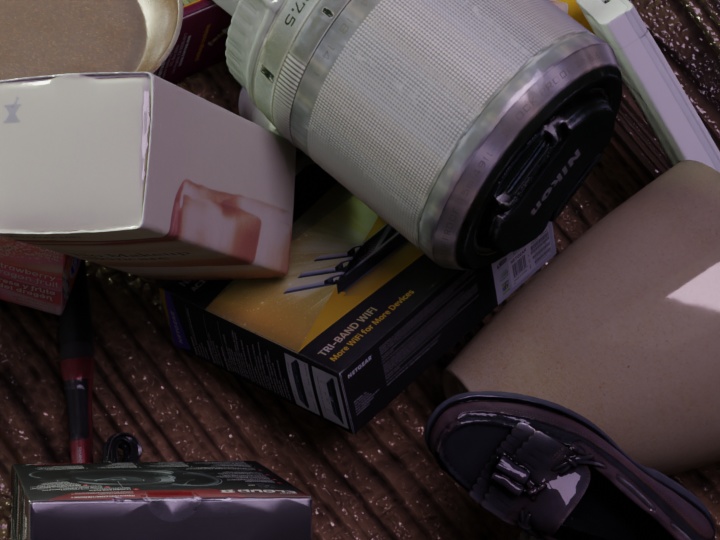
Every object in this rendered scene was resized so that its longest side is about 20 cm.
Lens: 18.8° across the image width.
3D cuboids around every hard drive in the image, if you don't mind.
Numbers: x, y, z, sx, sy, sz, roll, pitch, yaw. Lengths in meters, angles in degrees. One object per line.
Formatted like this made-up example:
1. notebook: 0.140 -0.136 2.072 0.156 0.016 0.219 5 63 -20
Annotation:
1. hard drive: 0.209 -0.093 1.432 0.027 0.132 0.200 -31 104 5

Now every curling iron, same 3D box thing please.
1. curling iron: -0.164 0.060 1.329 0.049 0.026 0.201 4 56 -32

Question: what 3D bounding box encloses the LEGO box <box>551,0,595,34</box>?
1. LEGO box: 0.059 -0.182 1.507 0.199 0.077 0.149 6 59 -14

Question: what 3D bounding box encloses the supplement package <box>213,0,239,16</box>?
1. supplement package: -0.080 -0.257 1.385 0.200 0.110 0.114 39 56 6

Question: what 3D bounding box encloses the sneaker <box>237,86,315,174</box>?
1. sneaker: 0.023 -0.107 1.398 0.199 0.075 0.087 -18 44 4

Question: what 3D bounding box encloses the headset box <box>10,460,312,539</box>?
1. headset box: -0.111 0.150 1.177 0.148 0.200 0.078 0 92 -13

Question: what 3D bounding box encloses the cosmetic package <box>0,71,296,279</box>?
1. cosmetic package: -0.121 -0.049 1.240 0.103 0.200 0.088 0 82 22

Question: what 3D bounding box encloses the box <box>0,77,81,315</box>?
1. box: -0.260 -0.060 1.314 0.199 0.095 0.103 16 58 0

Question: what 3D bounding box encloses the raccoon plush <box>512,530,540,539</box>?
1. raccoon plush: 0.049 0.191 1.295 0.199 0.134 0.097 9 100 15

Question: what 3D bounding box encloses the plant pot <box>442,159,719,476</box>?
1. plant pot: 0.158 0.057 1.355 0.199 0.187 0.188 -26 70 -11

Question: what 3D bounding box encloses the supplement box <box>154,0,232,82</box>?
1. supplement box: -0.170 -0.174 1.426 0.200 0.086 0.110 -27 71 -29

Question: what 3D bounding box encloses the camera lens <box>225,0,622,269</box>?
1. camera lens: 0.040 -0.111 1.274 0.200 0.160 0.160 40 57 19

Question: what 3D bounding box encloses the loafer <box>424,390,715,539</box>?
1. loafer: 0.130 0.133 1.269 0.200 0.072 0.063 27 21 -19

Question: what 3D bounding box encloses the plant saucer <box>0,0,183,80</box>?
1. plant saucer: -0.208 -0.157 1.315 0.199 0.035 0.201 8 47 -8

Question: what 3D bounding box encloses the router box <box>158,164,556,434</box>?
1. router box: 0.000 0.000 1.354 0.157 0.052 0.200 22 49 37
